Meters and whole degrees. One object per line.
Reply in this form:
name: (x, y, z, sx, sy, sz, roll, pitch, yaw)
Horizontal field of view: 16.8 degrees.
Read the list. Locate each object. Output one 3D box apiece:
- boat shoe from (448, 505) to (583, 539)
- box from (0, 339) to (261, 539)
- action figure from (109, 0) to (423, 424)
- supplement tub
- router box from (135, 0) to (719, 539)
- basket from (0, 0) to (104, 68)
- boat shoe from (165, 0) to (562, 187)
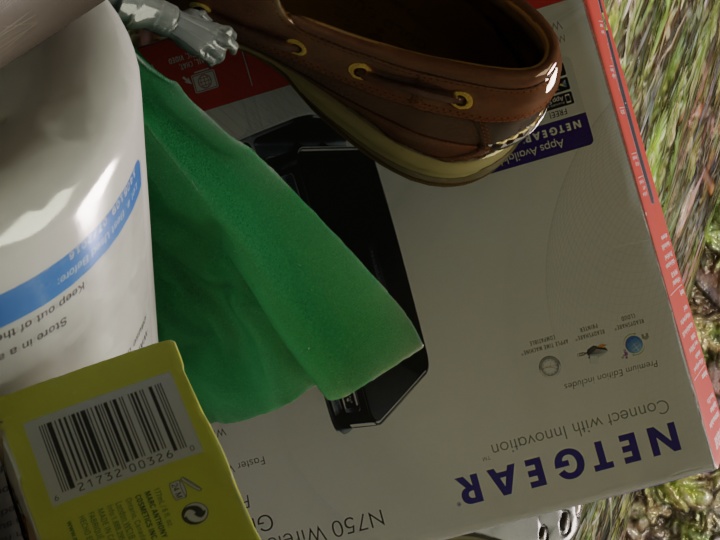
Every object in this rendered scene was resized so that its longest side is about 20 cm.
boat shoe: (0.006, 0.082, 1.042, 0.200, 0.074, 0.076, 21, 75, -36)
box: (-0.046, 0.110, 0.622, 0.200, 0.050, 0.075, 82, -15, -49)
action figure: (-0.074, -0.046, 0.686, 0.118, 0.200, 0.055, -23, -158, 45)
supplement tub: (-0.118, 0.020, 0.640, 0.200, 0.132, 0.132, 92, 21, -45)
router box: (0.000, 0.000, 0.792, 0.049, 0.200, 0.180, -19, 93, -76)
basket: (-0.089, -0.123, 0.551, 0.200, 0.180, 0.136, -51, 172, -36)
boat shoe: (-0.028, -0.099, 0.702, 0.072, 0.200, 0.068, -63, -172, -22)
